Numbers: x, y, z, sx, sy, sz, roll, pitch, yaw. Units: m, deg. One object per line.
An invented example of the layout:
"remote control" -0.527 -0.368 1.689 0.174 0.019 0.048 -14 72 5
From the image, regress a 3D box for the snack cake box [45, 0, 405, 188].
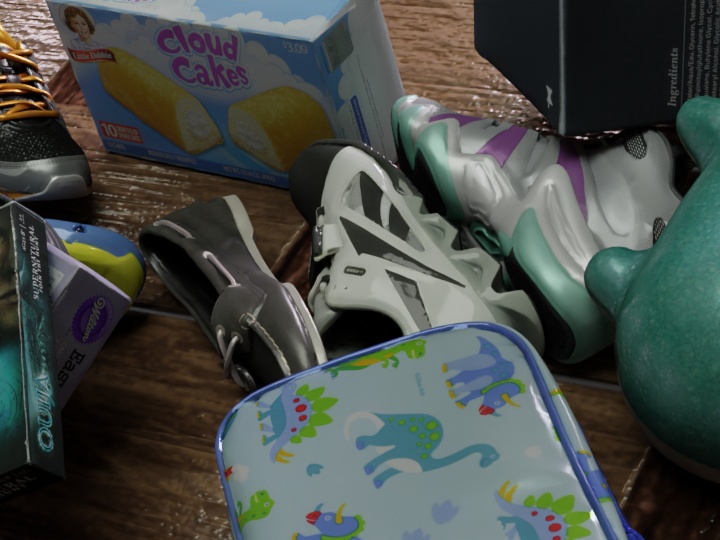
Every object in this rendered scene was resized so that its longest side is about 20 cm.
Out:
"snack cake box" -0.076 -0.119 1.025 0.199 0.115 0.067 13 49 33

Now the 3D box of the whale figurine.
"whale figurine" 0.178 -0.007 0.779 0.158 0.104 0.201 1 59 12

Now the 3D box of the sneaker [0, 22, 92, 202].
"sneaker" -0.220 -0.101 1.074 0.078 0.078 0.200 -5 31 -34

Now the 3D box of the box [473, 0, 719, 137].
"box" 0.173 -0.154 0.922 0.199 0.108 0.149 -9 26 -12

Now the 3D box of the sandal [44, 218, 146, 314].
"sandal" -0.207 -0.010 0.985 0.199 0.080 0.087 3 40 22

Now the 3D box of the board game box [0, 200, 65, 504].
"board game box" -0.228 0.065 0.821 0.199 0.028 0.136 -23 58 21

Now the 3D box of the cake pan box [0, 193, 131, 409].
"cake pan box" -0.230 0.047 0.880 0.184 0.052 0.201 27 83 35

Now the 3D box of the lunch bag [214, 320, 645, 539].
"lunch bag" 0.031 0.118 0.738 0.160 0.083 0.200 -20 40 -1

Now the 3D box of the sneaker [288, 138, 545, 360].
"sneaker" 0.000 0.000 0.892 0.088 0.074 0.200 -30 40 -16

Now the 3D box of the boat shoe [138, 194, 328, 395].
"boat shoe" -0.065 0.024 0.893 0.057 0.067 0.200 -14 31 -14

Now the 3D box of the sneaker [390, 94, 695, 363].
"sneaker" 0.112 -0.046 0.909 0.139 0.078 0.200 -27 49 -13
